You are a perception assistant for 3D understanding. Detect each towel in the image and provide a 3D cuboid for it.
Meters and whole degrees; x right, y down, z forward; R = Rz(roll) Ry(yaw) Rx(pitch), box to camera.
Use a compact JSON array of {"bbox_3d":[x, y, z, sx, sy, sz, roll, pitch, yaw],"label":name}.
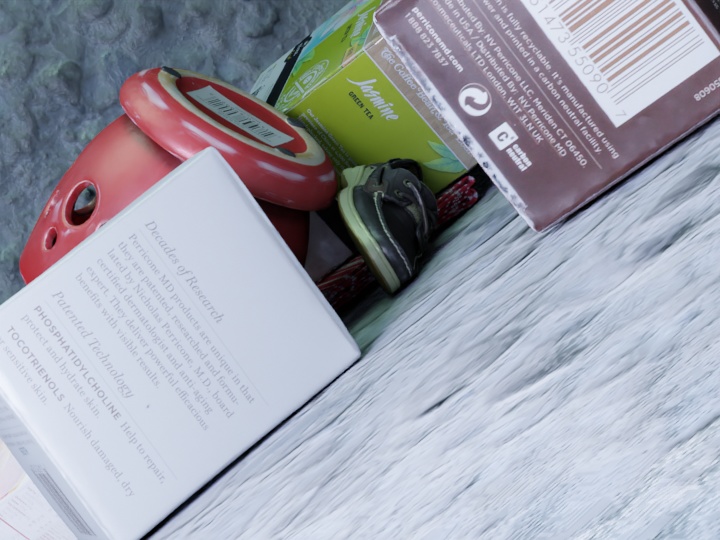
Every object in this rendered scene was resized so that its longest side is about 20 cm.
[{"bbox_3d":[0.000,0.000,1.661,0.200,0.023,0.145,-39,6,-15],"label":"towel"}]

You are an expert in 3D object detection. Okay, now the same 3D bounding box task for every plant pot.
[{"bbox_3d":[-0.128,-0.037,1.547,0.183,0.199,0.200,-62,-2,18],"label":"plant pot"}]

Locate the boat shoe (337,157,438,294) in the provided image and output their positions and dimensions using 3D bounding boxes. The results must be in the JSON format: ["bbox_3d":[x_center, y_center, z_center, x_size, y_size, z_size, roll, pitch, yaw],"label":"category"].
[{"bbox_3d":[0.024,-0.044,1.540,0.064,0.074,0.200,-27,21,6],"label":"boat shoe"}]

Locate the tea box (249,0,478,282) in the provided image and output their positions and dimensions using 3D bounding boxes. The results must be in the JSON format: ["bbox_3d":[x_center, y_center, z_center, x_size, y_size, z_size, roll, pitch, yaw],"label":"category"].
[{"bbox_3d":[0.005,-0.129,1.723,0.196,0.134,0.200,-35,17,24],"label":"tea box"}]

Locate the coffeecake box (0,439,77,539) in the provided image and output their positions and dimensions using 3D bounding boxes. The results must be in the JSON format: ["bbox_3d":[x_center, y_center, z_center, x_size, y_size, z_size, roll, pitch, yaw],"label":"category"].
[{"bbox_3d":[-0.250,0.141,1.550,0.199,0.073,0.154,-37,34,17],"label":"coffeecake box"}]

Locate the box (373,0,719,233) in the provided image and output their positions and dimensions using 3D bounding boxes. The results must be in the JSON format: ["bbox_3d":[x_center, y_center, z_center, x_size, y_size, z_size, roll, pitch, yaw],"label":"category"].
[{"bbox_3d":[0.143,-0.158,1.247,0.164,0.166,0.200,-36,5,30],"label":"box"}]

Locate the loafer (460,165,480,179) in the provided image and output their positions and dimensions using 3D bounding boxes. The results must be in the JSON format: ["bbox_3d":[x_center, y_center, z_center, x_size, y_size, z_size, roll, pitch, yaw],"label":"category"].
[{"bbox_3d":[0.102,-0.119,1.823,0.200,0.072,0.063,-43,24,12],"label":"loafer"}]

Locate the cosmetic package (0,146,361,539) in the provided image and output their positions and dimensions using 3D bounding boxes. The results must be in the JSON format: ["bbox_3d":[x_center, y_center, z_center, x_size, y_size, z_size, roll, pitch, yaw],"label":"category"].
[{"bbox_3d":[-0.139,0.055,1.354,0.200,0.167,0.167,-39,5,-17],"label":"cosmetic package"}]
